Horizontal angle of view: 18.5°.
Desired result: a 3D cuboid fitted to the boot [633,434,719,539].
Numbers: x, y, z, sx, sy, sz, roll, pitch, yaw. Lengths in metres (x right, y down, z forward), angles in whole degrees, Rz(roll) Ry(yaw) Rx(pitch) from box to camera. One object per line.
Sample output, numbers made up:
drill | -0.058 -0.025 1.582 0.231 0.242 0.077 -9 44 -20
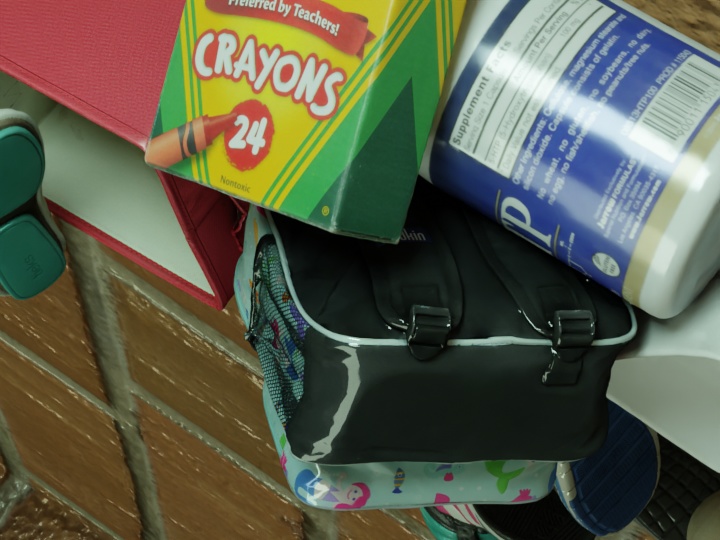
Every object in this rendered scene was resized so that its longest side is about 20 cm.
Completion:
boot | 0.174 0.131 1.480 0.200 0.070 0.132 44 167 15

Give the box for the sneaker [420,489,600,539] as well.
sneaker | 0.093 0.153 1.469 0.200 0.084 0.121 35 166 40

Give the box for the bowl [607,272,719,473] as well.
bowl | 0.227 0.064 1.086 0.200 0.075 0.200 34 167 -13

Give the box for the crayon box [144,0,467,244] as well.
crayon box | -0.016 -0.125 0.990 0.127 0.201 0.051 20 -173 40

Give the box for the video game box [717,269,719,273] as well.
video game box | 0.162 0.025 1.261 0.200 0.047 0.182 14 152 51

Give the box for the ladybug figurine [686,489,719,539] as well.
ladybug figurine | 0.286 0.200 1.338 0.200 0.136 0.072 46 132 18

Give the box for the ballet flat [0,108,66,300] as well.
ballet flat | -0.201 -0.046 1.175 0.069 0.070 0.200 33 162 13

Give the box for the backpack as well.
backpack | 0.026 0.019 1.097 0.200 0.177 0.151 -113 30 -47

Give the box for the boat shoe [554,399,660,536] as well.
boat shoe | 0.118 0.082 1.317 0.072 0.072 0.200 34 163 45

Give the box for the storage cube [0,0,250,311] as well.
storage cube | -0.104 -0.120 1.187 0.200 0.180 0.171 28 160 24

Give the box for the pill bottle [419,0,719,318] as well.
pill bottle | 0.088 -0.076 1.030 0.200 0.120 0.120 32 161 17
